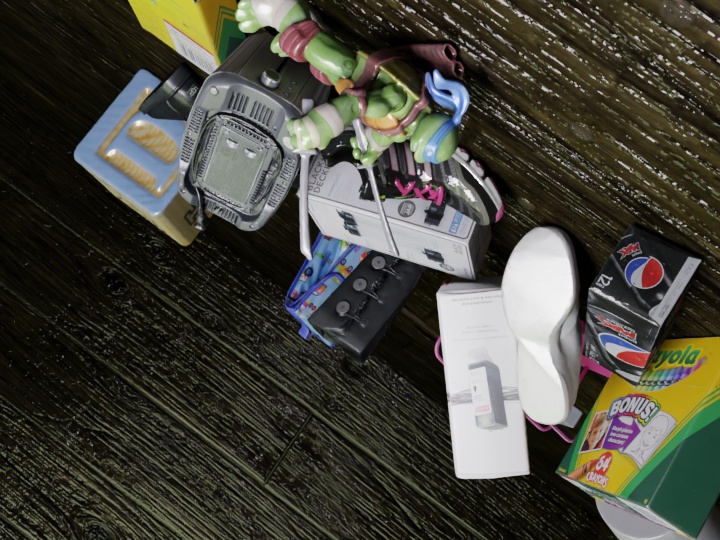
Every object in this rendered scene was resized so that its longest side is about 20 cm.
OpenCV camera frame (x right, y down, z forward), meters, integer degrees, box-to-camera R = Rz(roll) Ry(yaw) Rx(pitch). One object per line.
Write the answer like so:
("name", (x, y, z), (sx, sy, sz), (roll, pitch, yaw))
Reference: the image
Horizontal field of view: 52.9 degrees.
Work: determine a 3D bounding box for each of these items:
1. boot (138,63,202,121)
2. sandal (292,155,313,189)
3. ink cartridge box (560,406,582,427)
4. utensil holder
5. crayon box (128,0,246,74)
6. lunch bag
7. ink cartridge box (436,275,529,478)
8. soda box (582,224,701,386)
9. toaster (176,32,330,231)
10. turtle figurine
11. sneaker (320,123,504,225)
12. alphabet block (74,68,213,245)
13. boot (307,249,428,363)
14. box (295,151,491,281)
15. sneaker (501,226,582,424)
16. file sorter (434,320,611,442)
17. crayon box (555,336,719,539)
("boot", (-0.250, -0.227, 1.126), (0.168, 0.077, 0.200), (45, 162, -23))
("sandal", (-0.093, -0.153, 0.832), (0.200, 0.076, 0.043), (48, -159, -44))
("ink cartridge box", (0.300, 0.219, 1.397), (0.199, 0.043, 0.196), (37, 171, -9))
("utensil holder", (0.500, 0.403, 1.198), (0.169, 0.170, 0.200), (24, 161, 51))
("crayon box", (-0.185, -0.281, 0.727), (0.126, 0.051, 0.200), (36, 171, 5))
("lunch bag", (-0.045, 0.027, 1.230), (0.094, 0.201, 0.151), (30, 169, 35))
("ink cartridge box", (0.139, 0.114, 0.819), (0.084, 0.202, 0.146), (-4, -176, 11))
("soda box", (0.247, 0.040, 0.654), (0.063, 0.071, 0.200), (31, 169, 25))
("toaster", (-0.105, -0.136, 0.727), (0.113, 0.130, 0.201), (26, 136, -5))
("turtle figurine", (-0.027, -0.120, 0.578), (0.194, 0.143, 0.201), (50, 136, 18))
("sneaker", (0.043, -0.092, 0.702), (0.199, 0.088, 0.074), (35, 170, 7))
("alphabet block", (-0.345, -0.191, 1.279), (0.195, 0.197, 0.200), (36, 170, 7))
("boot", (0.001, 0.000, 0.946), (0.164, 0.201, 0.066), (29, 168, 37))
("box", (0.040, -0.061, 0.803), (0.198, 0.061, 0.117), (17, 164, 20))
("sneaker", (0.195, 0.048, 0.735), (0.075, 0.088, 0.202), (9, 111, 36))
("file sorter", (0.221, 0.125, 0.982), (0.139, 0.126, 0.199), (44, 168, -35))
("crayon box", (0.294, 0.154, 0.719), (0.058, 0.173, 0.200), (33, 170, -3))
